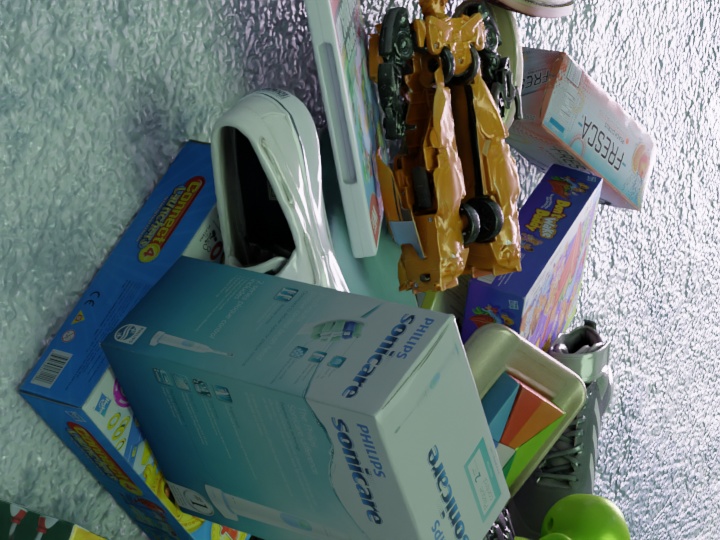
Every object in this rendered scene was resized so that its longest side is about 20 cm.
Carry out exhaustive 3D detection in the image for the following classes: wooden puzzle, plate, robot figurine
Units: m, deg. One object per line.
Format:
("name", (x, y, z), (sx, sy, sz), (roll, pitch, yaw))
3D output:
("wooden puzzle", (0.081, 0.137, 1.262), (0.185, 0.037, 0.200), (-52, 151, 3))
("plate", (0.000, 0.000, 1.206), (0.200, 0.025, 0.202), (-19, 90, -76))
("robot figurine", (0.056, -0.091, 1.207), (0.144, 0.058, 0.202), (-12, 95, -50))

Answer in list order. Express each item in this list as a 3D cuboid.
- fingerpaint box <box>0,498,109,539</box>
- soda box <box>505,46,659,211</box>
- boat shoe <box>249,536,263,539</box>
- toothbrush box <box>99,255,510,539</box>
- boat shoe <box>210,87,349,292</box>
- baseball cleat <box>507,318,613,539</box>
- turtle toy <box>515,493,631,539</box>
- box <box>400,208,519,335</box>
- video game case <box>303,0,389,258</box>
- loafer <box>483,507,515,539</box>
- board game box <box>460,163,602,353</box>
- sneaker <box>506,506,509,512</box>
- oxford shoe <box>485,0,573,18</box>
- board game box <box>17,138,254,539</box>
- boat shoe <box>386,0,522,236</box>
("fingerpaint box", (-0.167, 0.250, 1.069), (0.200, 0.073, 0.168), (36, 69, -52))
("soda box", (0.171, -0.114, 1.438), (0.200, 0.068, 0.064), (32, 74, -53))
("boat shoe", (-0.036, 0.195, 1.247), (0.066, 0.071, 0.203), (-23, 118, -62))
("toothbrush box", (-0.030, 0.086, 1.006), (0.085, 0.199, 0.147), (-49, 135, -34))
("boat shoe", (-0.050, -0.005, 1.056), (0.066, 0.071, 0.202), (-34, 125, -53))
("baseball cleat", (0.155, 0.123, 1.385), (0.201, 0.069, 0.107), (-72, 159, -43))
("turtle toy", (0.120, 0.245, 1.277), (0.200, 0.146, 0.101), (-48, 161, -5))
("box", (0.055, 0.026, 1.333), (0.075, 0.050, 0.202), (36, 70, -53))
("video game case", (-0.009, -0.129, 1.160), (0.143, 0.017, 0.202), (-80, 162, -63))
("loafer", (0.046, 0.155, 1.170), (0.201, 0.070, 0.068), (54, 30, -37))
("board game box", (0.130, 0.022, 1.377), (0.200, 0.044, 0.135), (-51, 154, -52))
("sneaker", (0.101, 0.184, 1.424), (0.081, 0.074, 0.201), (37, 69, -52))
("oxford shoe", (0.092, -0.229, 1.240), (0.199, 0.070, 0.075), (10, 104, -48))
("board game box", (-0.098, 0.058, 1.123), (0.201, 0.056, 0.196), (-59, 140, -25))
("boat shoe", (0.065, -0.111, 1.289), (0.065, 0.072, 0.202), (23, 80, -49))
